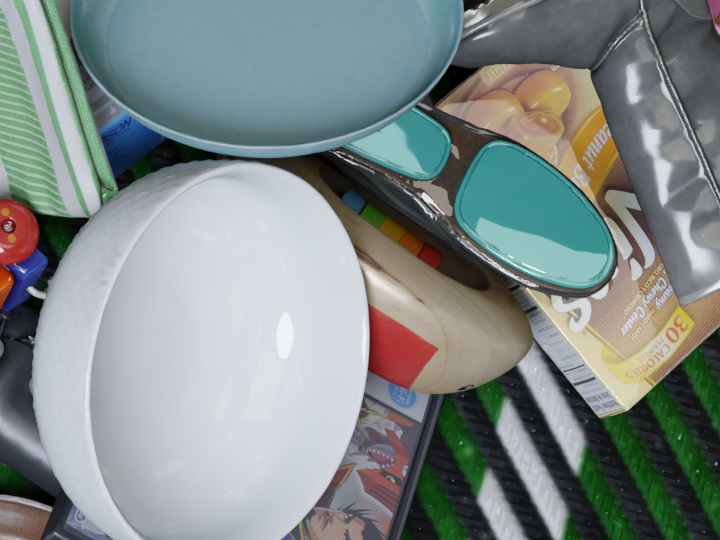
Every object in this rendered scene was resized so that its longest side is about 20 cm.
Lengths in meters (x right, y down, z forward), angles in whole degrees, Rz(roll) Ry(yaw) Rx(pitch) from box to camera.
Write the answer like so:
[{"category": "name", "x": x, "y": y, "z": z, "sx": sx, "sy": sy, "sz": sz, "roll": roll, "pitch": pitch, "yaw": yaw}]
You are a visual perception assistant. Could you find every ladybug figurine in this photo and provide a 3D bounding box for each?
[{"category": "ladybug figurine", "x": 0.000, "y": 0.000, "z": 1.377, "sx": 0.199, "sy": 0.136, "sz": 0.072, "roll": 37, "pitch": 106, "yaw": 2}]

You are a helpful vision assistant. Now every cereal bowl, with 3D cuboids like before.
[{"category": "cereal bowl", "x": -0.089, "y": 0.042, "z": 1.256, "sx": 0.199, "sy": 0.083, "sz": 0.202, "roll": -11, "pitch": 105, "yaw": -48}]

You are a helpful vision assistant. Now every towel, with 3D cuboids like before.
[{"category": "towel", "x": -0.212, "y": -0.097, "z": 1.281, "sx": 0.023, "sy": 0.199, "sz": 0.154, "roll": -40, "pitch": 124, "yaw": -39}]

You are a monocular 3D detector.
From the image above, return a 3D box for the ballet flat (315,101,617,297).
[{"category": "ballet flat", "x": 0.048, "y": -0.049, "z": 1.364, "sx": 0.199, "sy": 0.068, "sz": 0.068, "roll": 33, "pitch": 76, "yaw": -1}]

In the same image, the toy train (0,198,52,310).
[{"category": "toy train", "x": -0.207, "y": 0.024, "z": 1.276, "sx": 0.200, "sy": 0.085, "sz": 0.116, "roll": 39, "pitch": 61, "yaw": 0}]

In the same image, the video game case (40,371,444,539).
[{"category": "video game case", "x": -0.057, "y": 0.103, "z": 1.340, "sx": 0.180, "sy": 0.025, "sz": 0.201, "roll": 31, "pitch": 51, "yaw": -16}]

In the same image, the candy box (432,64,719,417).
[{"category": "candy box", "x": 0.121, "y": -0.030, "z": 1.438, "sx": 0.115, "sy": 0.055, "sz": 0.200, "roll": -40, "pitch": 91, "yaw": -14}]

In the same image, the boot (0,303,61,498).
[{"category": "boot", "x": -0.205, "y": 0.082, "z": 1.329, "sx": 0.199, "sy": 0.066, "sz": 0.165, "roll": 34, "pitch": 59, "yaw": -8}]

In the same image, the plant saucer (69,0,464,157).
[{"category": "plant saucer", "x": -0.047, "y": -0.124, "z": 1.284, "sx": 0.198, "sy": 0.028, "sz": 0.201, "roll": 1, "pitch": 47, "yaw": -1}]

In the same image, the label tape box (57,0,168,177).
[{"category": "label tape box", "x": -0.173, "y": -0.144, "z": 1.341, "sx": 0.200, "sy": 0.066, "sz": 0.143, "roll": 41, "pitch": 54, "yaw": 12}]

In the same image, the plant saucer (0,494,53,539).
[{"category": "plant saucer", "x": -0.201, "y": 0.220, "z": 1.339, "sx": 0.198, "sy": 0.034, "sz": 0.202, "roll": 2, "pitch": 80, "yaw": -12}]

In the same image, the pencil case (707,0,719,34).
[{"category": "pencil case", "x": 0.145, "y": -0.168, "z": 1.452, "sx": 0.200, "sy": 0.087, "sz": 0.083, "roll": 40, "pitch": 52, "yaw": -5}]

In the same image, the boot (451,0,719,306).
[{"category": "boot", "x": 0.145, "y": -0.076, "z": 1.389, "sx": 0.181, "sy": 0.073, "sz": 0.201, "roll": -21, "pitch": 101, "yaw": -3}]
